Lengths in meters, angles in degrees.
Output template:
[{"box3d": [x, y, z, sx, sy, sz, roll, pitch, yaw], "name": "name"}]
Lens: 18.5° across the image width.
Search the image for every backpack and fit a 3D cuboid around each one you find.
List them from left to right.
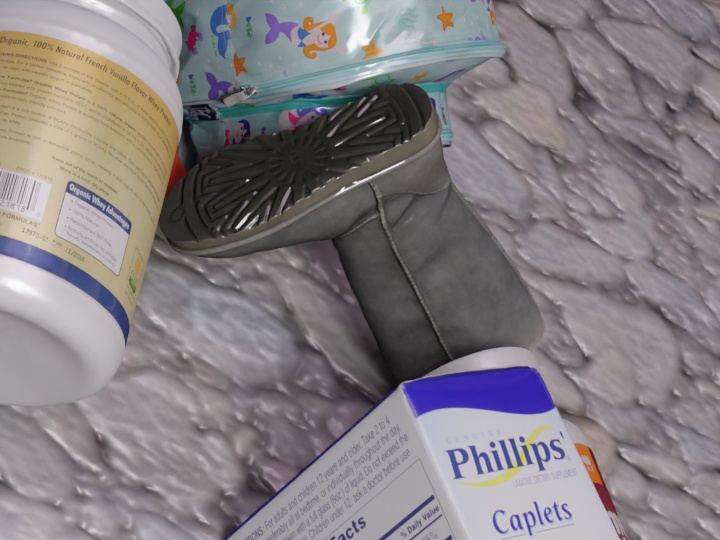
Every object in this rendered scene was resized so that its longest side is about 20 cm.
[{"box3d": [-0.016, -0.131, 1.310, 0.177, 0.199, 0.152, -11, 86, -46], "name": "backpack"}]

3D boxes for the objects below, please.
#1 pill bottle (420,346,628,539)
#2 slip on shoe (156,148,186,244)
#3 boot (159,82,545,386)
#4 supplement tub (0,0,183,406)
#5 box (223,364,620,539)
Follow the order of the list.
[{"box3d": [0.093, 0.152, 1.249, 0.109, 0.110, 0.201, 0, 59, -40], "name": "pill bottle"}, {"box3d": [-0.133, -0.103, 1.269, 0.201, 0.061, 0.074, 65, 11, 10], "name": "slip on shoe"}, {"box3d": [-0.001, 0.002, 1.270, 0.201, 0.180, 0.073, 65, 8, -48], "name": "boot"}, {"box3d": [-0.170, -0.048, 1.124, 0.144, 0.144, 0.202, 25, 60, -23], "name": "supplement tub"}, {"box3d": [0.046, 0.179, 1.130, 0.104, 0.184, 0.201, -7, 64, -42], "name": "box"}]
